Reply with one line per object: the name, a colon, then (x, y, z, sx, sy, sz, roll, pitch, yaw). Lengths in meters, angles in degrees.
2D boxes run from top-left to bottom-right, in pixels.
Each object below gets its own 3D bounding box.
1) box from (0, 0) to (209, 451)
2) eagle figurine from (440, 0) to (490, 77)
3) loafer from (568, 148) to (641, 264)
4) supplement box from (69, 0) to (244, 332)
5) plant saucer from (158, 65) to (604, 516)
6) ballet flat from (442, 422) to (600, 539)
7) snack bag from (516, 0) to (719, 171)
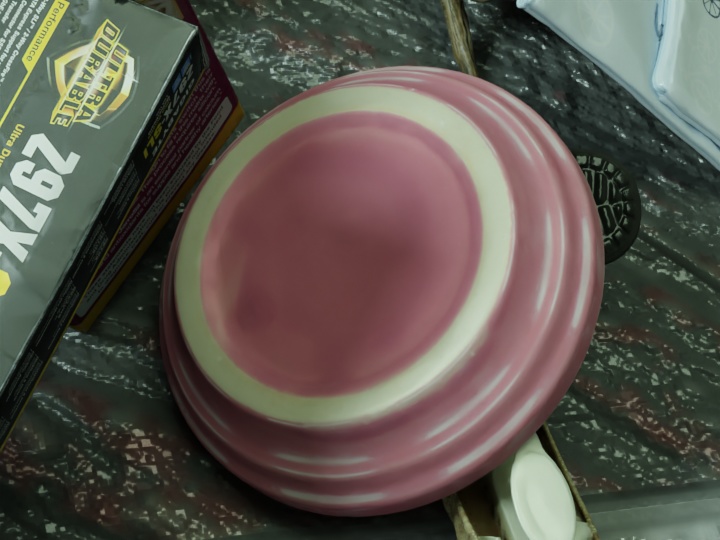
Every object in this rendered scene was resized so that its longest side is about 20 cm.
box: (-0.166, -0.023, 0.646, 0.159, 0.049, 0.200, 25, 77, 4)
eagle figurine: (0.111, -0.211, 1.046, 0.200, 0.152, 0.151, -21, 38, -23)
loafer: (0.028, -0.017, 0.903, 0.200, 0.071, 0.073, 3, 77, 3)
supplement box: (-0.138, -0.073, 0.789, 0.103, 0.200, 0.131, 34, 80, 15)
plant saucer: (0.000, 0.000, 0.812, 0.200, 0.051, 0.201, -8, 66, 20)
ballet flat: (0.060, 0.074, 0.824, 0.070, 0.065, 0.200, -10, 53, -21)
snack bag: (0.162, -0.162, 0.987, 0.200, 0.021, 0.189, 33, 57, -33)
